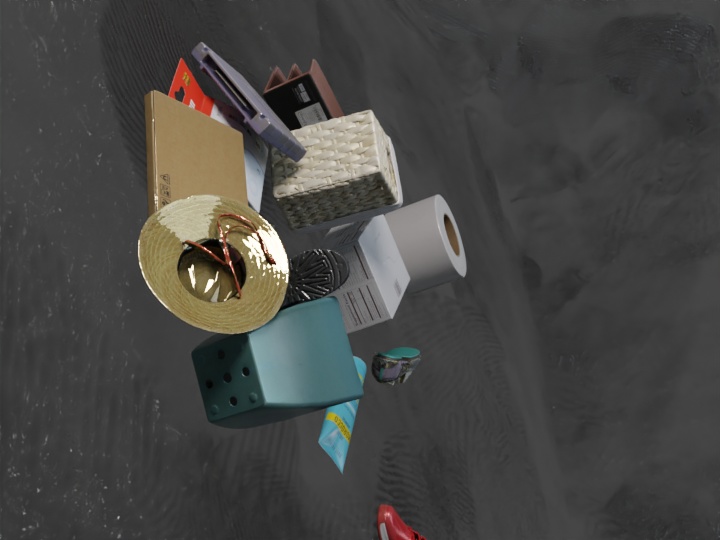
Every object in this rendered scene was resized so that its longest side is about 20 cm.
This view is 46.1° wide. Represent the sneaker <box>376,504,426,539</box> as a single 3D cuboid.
[{"bbox_3d":[0.110,0.464,1.431,0.079,0.114,0.202,-77,144,-57],"label":"sneaker"}]

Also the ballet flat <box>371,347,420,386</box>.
[{"bbox_3d":[0.067,0.190,1.662,0.200,0.071,0.073,3,70,-70],"label":"ballet flat"}]

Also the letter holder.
[{"bbox_3d":[-0.085,-0.292,1.598,0.143,0.099,0.202,-83,149,-56],"label":"letter holder"}]

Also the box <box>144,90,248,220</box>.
[{"bbox_3d":[-0.213,-0.123,1.125,0.162,0.021,0.203,21,53,-47],"label":"box"}]

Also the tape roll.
[{"bbox_3d":[0.154,-0.062,2.005,0.203,0.137,0.205,55,24,-40],"label":"tape roll"}]

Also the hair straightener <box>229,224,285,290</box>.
[{"bbox_3d":[-0.166,-0.028,1.231,0.078,0.040,0.200,66,24,-15],"label":"hair straightener"}]

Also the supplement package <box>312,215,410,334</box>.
[{"bbox_3d":[0.000,0.000,1.551,0.158,0.109,0.200,66,20,-14],"label":"supplement package"}]

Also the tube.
[{"bbox_3d":[-0.031,0.226,1.370,0.078,0.050,0.201,53,31,-27],"label":"tube"}]

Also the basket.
[{"bbox_3d":[-0.044,-0.162,1.386,0.124,0.197,0.138,59,20,-62],"label":"basket"}]

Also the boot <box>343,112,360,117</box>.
[{"bbox_3d":[-0.016,-0.221,1.717,0.073,0.089,0.203,78,-3,-81],"label":"boot"}]

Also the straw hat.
[{"bbox_3d":[-0.187,0.010,1.034,0.198,0.085,0.204,18,50,-23],"label":"straw hat"}]

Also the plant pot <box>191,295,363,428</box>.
[{"bbox_3d":[-0.116,0.124,1.083,0.199,0.140,0.143,-2,74,-64],"label":"plant pot"}]

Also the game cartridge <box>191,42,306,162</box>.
[{"bbox_3d":[-0.171,-0.255,1.301,0.201,0.038,0.130,50,5,25],"label":"game cartridge"}]

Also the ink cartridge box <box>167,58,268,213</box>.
[{"bbox_3d":[-0.207,-0.197,1.242,0.162,0.047,0.201,-88,155,-46],"label":"ink cartridge box"}]

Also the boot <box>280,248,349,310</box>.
[{"bbox_3d":[-0.067,0.017,1.241,0.200,0.163,0.067,3,69,-74],"label":"boot"}]
